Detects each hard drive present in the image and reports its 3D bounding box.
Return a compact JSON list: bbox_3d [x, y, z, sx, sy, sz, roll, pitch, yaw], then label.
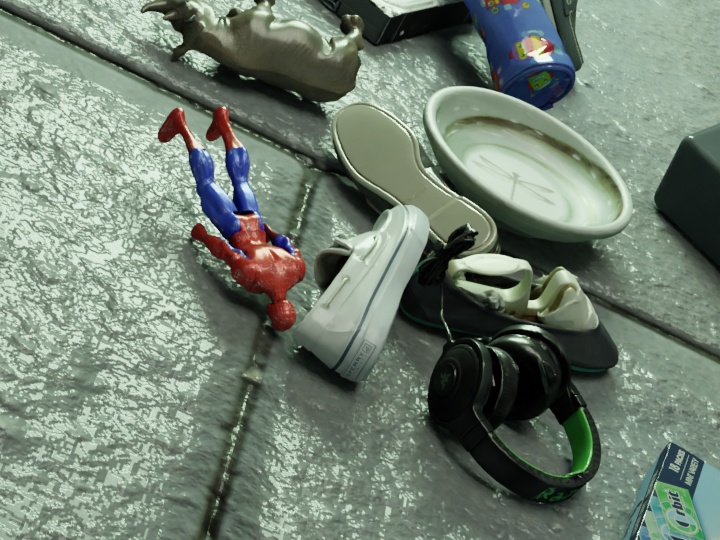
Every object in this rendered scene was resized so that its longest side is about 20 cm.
[{"bbox_3d":[0.025,-0.282,2.080,0.140,0.038,0.200,41,32,19],"label":"hard drive"}]

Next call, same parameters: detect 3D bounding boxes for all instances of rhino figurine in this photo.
[{"bbox_3d":[-0.088,-0.194,1.814,0.199,0.060,0.088,14,43,-21],"label":"rhino figurine"}]

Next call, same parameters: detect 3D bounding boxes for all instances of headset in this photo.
[{"bbox_3d":[0.104,0.068,1.545,0.123,0.094,0.200,-10,59,-50],"label":"headset"}]

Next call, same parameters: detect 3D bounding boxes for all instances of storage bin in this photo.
[{"bbox_3d":[0.374,-0.063,1.964,0.134,0.146,0.200,-16,52,-40],"label":"storage bin"}]

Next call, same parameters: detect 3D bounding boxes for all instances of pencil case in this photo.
[{"bbox_3d":[0.137,-0.231,2.018,0.078,0.087,0.201,-18,58,0],"label":"pencil case"}]

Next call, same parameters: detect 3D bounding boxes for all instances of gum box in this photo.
[{"bbox_3d":[0.276,0.223,1.509,0.200,0.045,0.170,32,29,2],"label":"gum box"}]

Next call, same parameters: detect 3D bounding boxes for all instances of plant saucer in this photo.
[{"bbox_3d":[0.134,-0.078,1.846,0.200,0.050,0.200,22,29,-13],"label":"plant saucer"}]

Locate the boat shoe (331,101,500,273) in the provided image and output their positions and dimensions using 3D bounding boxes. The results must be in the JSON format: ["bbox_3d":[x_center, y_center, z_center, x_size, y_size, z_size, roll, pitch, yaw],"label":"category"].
[{"bbox_3d":[0.040,-0.057,1.737,0.067,0.057,0.200,-30,54,-17],"label":"boat shoe"}]

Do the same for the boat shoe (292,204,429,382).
[{"bbox_3d":[0.000,0.000,1.576,0.067,0.074,0.200,29,30,-6],"label":"boat shoe"}]

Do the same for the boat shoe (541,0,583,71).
[{"bbox_3d":[0.194,-0.278,2.080,0.062,0.201,0.073,-18,30,0],"label":"boat shoe"}]

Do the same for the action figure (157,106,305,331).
[{"bbox_3d":[-0.088,-0.034,1.579,0.065,0.052,0.200,1,45,-33],"label":"action figure"}]

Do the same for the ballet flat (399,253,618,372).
[{"bbox_3d":[0.126,0.026,1.657,0.199,0.073,0.073,16,32,-24],"label":"ballet flat"}]
